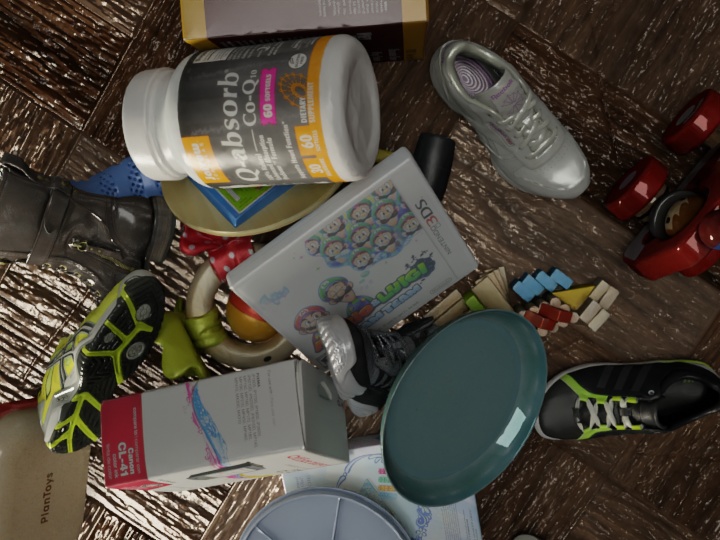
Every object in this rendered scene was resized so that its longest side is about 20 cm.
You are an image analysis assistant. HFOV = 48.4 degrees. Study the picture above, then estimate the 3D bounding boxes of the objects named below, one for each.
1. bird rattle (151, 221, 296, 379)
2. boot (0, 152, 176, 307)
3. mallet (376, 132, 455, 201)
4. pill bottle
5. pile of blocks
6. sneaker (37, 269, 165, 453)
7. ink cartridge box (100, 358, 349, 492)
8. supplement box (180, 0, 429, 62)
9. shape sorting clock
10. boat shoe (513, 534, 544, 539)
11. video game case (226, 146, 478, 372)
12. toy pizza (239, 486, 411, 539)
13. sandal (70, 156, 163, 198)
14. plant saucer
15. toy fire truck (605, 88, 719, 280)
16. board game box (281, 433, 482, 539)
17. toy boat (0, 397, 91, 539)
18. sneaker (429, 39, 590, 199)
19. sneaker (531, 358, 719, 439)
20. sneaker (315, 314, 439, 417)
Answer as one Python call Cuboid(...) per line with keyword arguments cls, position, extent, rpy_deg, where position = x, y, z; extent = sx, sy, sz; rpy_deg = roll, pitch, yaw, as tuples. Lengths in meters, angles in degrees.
Cuboid(cls="bird rattle", position=(-0.126, 0.023, 0.817), extent=(0.161, 0.113, 0.203), rpy_deg=(23, 87, -14))
Cuboid(cls="boot", position=(-0.280, -0.014, 0.759), extent=(0.172, 0.070, 0.202), rpy_deg=(7, 124, -32))
Cuboid(cls="mallet", position=(-0.004, -0.110, 0.810), extent=(0.196, 0.041, 0.067), rpy_deg=(6, 93, 7))
Cuboid(cls="pill bottle", position=(-0.090, -0.128, 0.670), extent=(0.197, 0.116, 0.119), rpy_deg=(-2, 96, 19))
Cuboid(cls="pile of blocks", position=(0.161, 0.036, 0.801), extent=(0.197, 0.062, 0.083), rpy_deg=(-15, 95, 4))
Cuboid(cls="sneaker", position=(-0.256, 0.077, 0.757), extent=(0.076, 0.075, 0.201), rpy_deg=(44, 106, 31))
Cuboid(cls="ink cartridge box", position=(-0.125, 0.155, 0.769), extent=(0.197, 0.148, 0.087), rpy_deg=(-12, 70, 13))
Cuboid(cls="supplement box", position=(-0.041, -0.263, 0.712), extent=(0.196, 0.197, 0.135), rpy_deg=(-3, 96, 4))
Cuboid(cls="shape sorting clock", position=(-0.095, -0.110, 0.759), extent=(0.197, 0.039, 0.203), rpy_deg=(-10, 53, 13))
Cuboid(cls="boat shoe", position=(0.194, 0.378, 0.836), extent=(0.060, 0.073, 0.204), rpy_deg=(2, 78, -37))
Cuboid(cls="video game case", position=(0.000, 0.000, 0.766), extent=(0.199, 0.024, 0.182), rpy_deg=(-35, 138, 6))
Cuboid(cls="toy pizza", position=(-0.033, 0.315, 0.815), extent=(0.196, 0.032, 0.204), rpy_deg=(1, 97, 7))
Cuboid(cls="sandal", position=(-0.259, -0.066, 0.803), extent=(0.197, 0.087, 0.081), rpy_deg=(-22, 92, 4))
Cuboid(cls="plant saucer", position=(0.095, 0.127, 0.754), extent=(0.197, 0.027, 0.204), rpy_deg=(-13, 115, -30))
Cuboid(cls="toy fire truck", position=(0.323, -0.076, 0.726), extent=(0.112, 0.168, 0.201), rpy_deg=(40, 97, -1))
Cuboid(cls="board game box", position=(0.029, 0.275, 0.842), extent=(0.195, 0.043, 0.204), rpy_deg=(-9, 96, 5))
Cuboid(cls="toy boat", position=(-0.369, 0.225, 0.837), extent=(0.129, 0.130, 0.204), rpy_deg=(13, 97, 32))
Cuboid(cls="sneaker", position=(0.142, -0.140, 0.765), extent=(0.200, 0.100, 0.075), rpy_deg=(42, 95, -3))
Cuboid(cls="sneaker", position=(0.268, 0.127, 0.793), extent=(0.197, 0.083, 0.073), rpy_deg=(-14, 95, 5))
Cuboid(cls="sneaker", position=(0.026, 0.075, 0.756), extent=(0.112, 0.201, 0.076), rpy_deg=(-21, 67, -1))
